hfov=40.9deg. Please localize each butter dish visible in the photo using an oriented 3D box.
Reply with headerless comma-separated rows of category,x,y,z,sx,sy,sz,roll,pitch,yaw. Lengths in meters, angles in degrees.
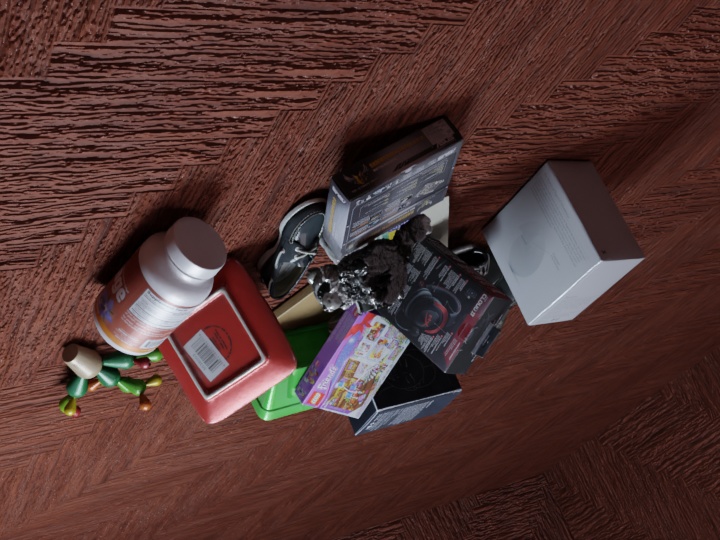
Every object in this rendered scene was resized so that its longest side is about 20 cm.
butter dish,-0.197,0.100,1.506,0.198,0.202,0.148,-33,178,19

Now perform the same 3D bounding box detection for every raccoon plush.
raccoon plush,0.013,-0.004,1.462,0.133,0.098,0.199,-2,-155,47

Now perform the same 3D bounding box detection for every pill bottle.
pill bottle,-0.271,0.019,1.314,0.111,0.113,0.200,5,143,-48

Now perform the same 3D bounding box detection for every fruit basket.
fruit basket,-0.123,0.201,1.749,0.213,0.156,0.218,-21,139,-19

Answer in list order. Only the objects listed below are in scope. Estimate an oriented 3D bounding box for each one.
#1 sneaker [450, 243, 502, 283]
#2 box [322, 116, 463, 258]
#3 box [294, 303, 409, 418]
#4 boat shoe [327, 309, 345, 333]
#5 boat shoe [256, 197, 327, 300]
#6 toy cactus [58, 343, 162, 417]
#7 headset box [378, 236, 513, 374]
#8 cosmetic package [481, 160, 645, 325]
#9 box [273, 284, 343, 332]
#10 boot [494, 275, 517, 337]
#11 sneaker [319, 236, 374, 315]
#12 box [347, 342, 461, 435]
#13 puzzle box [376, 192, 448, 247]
sneaker,0.207,-0.008,1.723,0.197,0.076,0.115,-6,168,-35
box,0.044,-0.116,1.366,0.198,0.049,0.159,-30,160,-20
box,-0.007,0.154,1.657,0.136,0.039,0.201,21,109,-40
boat shoe,0.027,0.048,1.688,0.197,0.058,0.067,-22,-168,5
boat shoe,-0.093,-0.030,1.442,0.075,0.061,0.201,-7,150,-30
toy cactus,-0.414,0.170,1.531,0.197,0.104,0.165,-21,148,13
headset box,0.139,0.061,1.565,0.075,0.200,0.150,12,113,-54
cosmetic package,0.342,-0.048,1.647,0.121,0.202,0.200,-5,150,-35
box,-0.105,0.088,1.720,0.199,0.022,0.163,-35,154,22
boot,0.272,0.013,1.842,0.072,0.182,0.202,23,103,-36
sneaker,0.000,0.000,1.525,0.075,0.117,0.201,-26,156,6
box,0.057,0.183,1.848,0.194,0.202,0.124,-9,154,-29
puzzle box,0.082,-0.061,1.589,0.131,0.026,0.201,-22,156,-6
